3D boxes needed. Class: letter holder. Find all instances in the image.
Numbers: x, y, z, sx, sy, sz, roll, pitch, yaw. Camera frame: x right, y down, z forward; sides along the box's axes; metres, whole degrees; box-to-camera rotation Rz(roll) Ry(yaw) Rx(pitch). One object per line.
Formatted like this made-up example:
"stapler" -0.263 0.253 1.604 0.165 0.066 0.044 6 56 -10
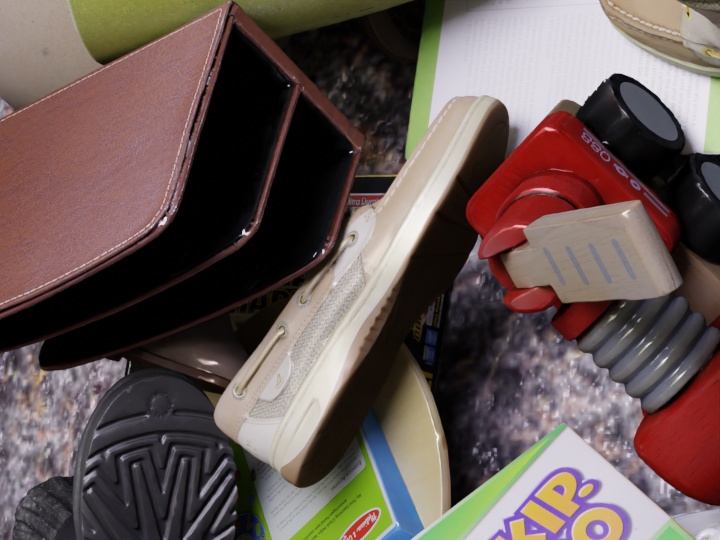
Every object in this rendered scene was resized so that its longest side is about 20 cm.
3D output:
"letter holder" -0.114 -0.010 0.918 0.199 0.101 0.143 -21 39 35

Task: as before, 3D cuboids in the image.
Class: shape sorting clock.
"shape sorting clock" -0.026 0.113 0.990 0.199 0.039 0.202 -13 72 47

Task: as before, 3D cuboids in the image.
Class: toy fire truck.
"toy fire truck" 0.122 0.016 0.805 0.176 0.200 0.129 44 119 1

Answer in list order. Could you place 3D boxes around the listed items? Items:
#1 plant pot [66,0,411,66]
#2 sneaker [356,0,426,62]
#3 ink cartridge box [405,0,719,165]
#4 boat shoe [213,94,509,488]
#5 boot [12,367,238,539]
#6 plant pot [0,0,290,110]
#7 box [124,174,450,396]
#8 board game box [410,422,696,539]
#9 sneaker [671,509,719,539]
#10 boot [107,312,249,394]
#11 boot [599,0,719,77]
"plant pot" -0.025 -0.190 0.932 0.198 0.187 0.189 2 76 7
"sneaker" 0.005 -0.188 1.105 0.076 0.070 0.202 -43 46 45
"ink cartridge box" 0.131 -0.113 0.955 0.198 0.076 0.150 2 78 33
"boat shoe" 0.000 0.000 0.920 0.065 0.072 0.201 31 94 22
"boot" -0.127 0.130 1.021 0.158 0.079 0.213 -142 49 -59
"plant pot" -0.109 -0.170 1.113 0.133 0.200 0.202 16 88 31
"box" -0.043 0.030 1.083 0.199 0.049 0.162 2 81 42
"board game box" 0.093 0.135 0.829 0.095 0.030 0.200 -36 31 -8
"sneaker" 0.160 0.130 0.857 0.199 0.070 0.074 -24 63 34
"boot" -0.089 -0.017 1.041 0.199 0.070 0.147 13 75 54
"boot" 0.145 -0.125 0.803 0.199 0.154 0.073 19 93 45
